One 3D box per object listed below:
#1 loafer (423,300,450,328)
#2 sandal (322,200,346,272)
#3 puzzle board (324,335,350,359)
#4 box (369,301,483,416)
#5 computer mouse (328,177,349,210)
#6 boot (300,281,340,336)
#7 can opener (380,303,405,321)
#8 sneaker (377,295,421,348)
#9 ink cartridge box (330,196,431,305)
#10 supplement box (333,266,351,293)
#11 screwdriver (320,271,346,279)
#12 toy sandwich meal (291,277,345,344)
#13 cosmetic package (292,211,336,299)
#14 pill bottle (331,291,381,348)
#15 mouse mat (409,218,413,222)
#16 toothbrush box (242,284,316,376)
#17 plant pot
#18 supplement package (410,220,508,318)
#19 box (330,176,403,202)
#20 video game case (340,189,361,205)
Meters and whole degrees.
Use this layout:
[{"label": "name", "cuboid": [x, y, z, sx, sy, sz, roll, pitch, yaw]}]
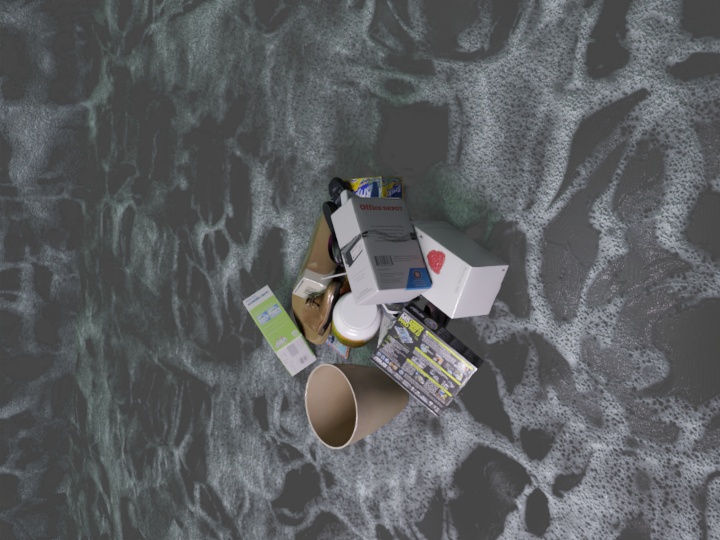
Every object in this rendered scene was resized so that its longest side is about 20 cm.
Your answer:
[{"label": "loafer", "cuboid": [0.140, 0.147, 1.633, 0.072, 0.063, 0.201, 39, 121, 40]}, {"label": "sandal", "cuboid": [-0.057, -0.064, 1.730, 0.075, 0.048, 0.201, 123, 127, -66]}, {"label": "puzzle board", "cuboid": [-0.060, 0.104, 1.905, 0.151, 0.017, 0.201, 35, 119, 43]}, {"label": "box", "cuboid": [0.138, 0.190, 1.589, 0.200, 0.044, 0.161, 39, 121, 12]}, {"label": "computer mouse", "cuboid": [-0.018, -0.128, 1.715, 0.059, 0.034, 0.201, -39, 72, 51]}, {"label": "boot", "cuboid": [-0.096, 0.083, 1.734, 0.075, 0.074, 0.200, 29, 144, 4]}, {"label": "can opener", "cuboid": [0.028, 0.024, 1.639, 0.200, 0.053, 0.067, 56, 139, 26]}, {"label": "sneaker", "cuboid": [0.081, 0.099, 1.702, 0.081, 0.075, 0.201, 33, 109, 52]}, {"label": "ink cartridge box", "cuboid": [0.040, -0.040, 1.489, 0.084, 0.144, 0.201, -35, 65, 47]}, {"label": "supplement box", "cuboid": [0.000, -0.038, 1.772, 0.200, 0.066, 0.069, -59, 47, 32]}, {"label": "screwdriver", "cuboid": [0.000, 0.000, 1.674, 0.029, 0.199, 0.028, 19, 117, 51]}, {"label": "toy sandwich meal", "cuboid": [-0.104, 0.094, 1.898, 0.205, 0.070, 0.206, 24, 119, 53]}, {"label": "cosmetic package", "cuboid": [-0.094, -0.034, 1.802, 0.105, 0.071, 0.201, 129, 159, -57]}, {"label": "pill bottle", "cuboid": [-0.009, 0.110, 1.703, 0.200, 0.110, 0.112, 102, 153, -75]}, {"label": "mouse mat", "cuboid": [0.057, -0.088, 1.758, 0.200, 0.008, 0.161, 51, 129, 36]}, {"label": "toothbrush box", "cuboid": [-0.216, 0.161, 1.988, 0.200, 0.086, 0.146, 49, 169, 35]}, {"label": "plant pot", "cuboid": [0.008, 0.295, 1.697, 0.187, 0.199, 0.189, 4, 96, 50]}, {"label": "supplement package", "cuboid": [0.181, -0.007, 1.529, 0.200, 0.119, 0.122, 39, 120, 41]}, {"label": "box", "cuboid": [0.012, -0.184, 1.744, 0.200, 0.070, 0.065, 3, 96, 52]}, {"label": "video game case", "cuboid": [0.035, -0.059, 1.606, 0.023, 0.182, 0.201, -31, 53, 35]}]
